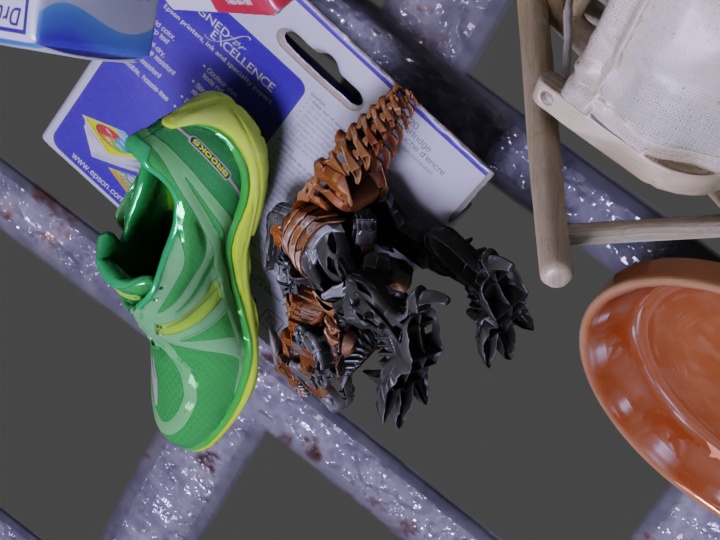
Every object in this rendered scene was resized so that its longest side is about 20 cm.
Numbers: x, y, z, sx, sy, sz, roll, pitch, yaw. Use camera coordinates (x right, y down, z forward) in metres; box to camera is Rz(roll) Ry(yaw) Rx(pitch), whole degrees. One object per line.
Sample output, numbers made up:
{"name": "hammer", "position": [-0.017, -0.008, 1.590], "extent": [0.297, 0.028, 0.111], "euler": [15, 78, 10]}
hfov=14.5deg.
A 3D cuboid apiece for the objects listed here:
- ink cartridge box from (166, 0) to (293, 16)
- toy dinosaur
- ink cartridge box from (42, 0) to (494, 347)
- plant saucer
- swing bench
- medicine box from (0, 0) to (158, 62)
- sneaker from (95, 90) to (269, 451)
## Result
{"name": "ink cartridge box", "position": [-0.084, -0.211, 1.180], "extent": [0.200, 0.084, 0.144], "euler": [54, 167, -18]}
{"name": "toy dinosaur", "position": [0.000, 0.000, 1.364], "extent": [0.136, 0.102, 0.200], "euler": [39, 160, 27]}
{"name": "ink cartridge box", "position": [-0.043, -0.067, 1.435], "extent": [0.198, 0.047, 0.200], "euler": [43, 132, 2]}
{"name": "plant saucer", "position": [0.197, 0.064, 1.336], "extent": [0.200, 0.032, 0.201], "euler": [27, 151, 17]}
{"name": "swing bench", "position": [0.130, -0.133, 1.191], "extent": [0.199, 0.129, 0.200], "euler": [114, 144, -44]}
{"name": "medicine box", "position": [-0.185, -0.210, 1.328], "extent": [0.182, 0.103, 0.201], "euler": [11, 96, 28]}
{"name": "sneaker", "position": [-0.096, 0.003, 1.422], "extent": [0.074, 0.083, 0.201], "euler": [41, 138, 45]}
